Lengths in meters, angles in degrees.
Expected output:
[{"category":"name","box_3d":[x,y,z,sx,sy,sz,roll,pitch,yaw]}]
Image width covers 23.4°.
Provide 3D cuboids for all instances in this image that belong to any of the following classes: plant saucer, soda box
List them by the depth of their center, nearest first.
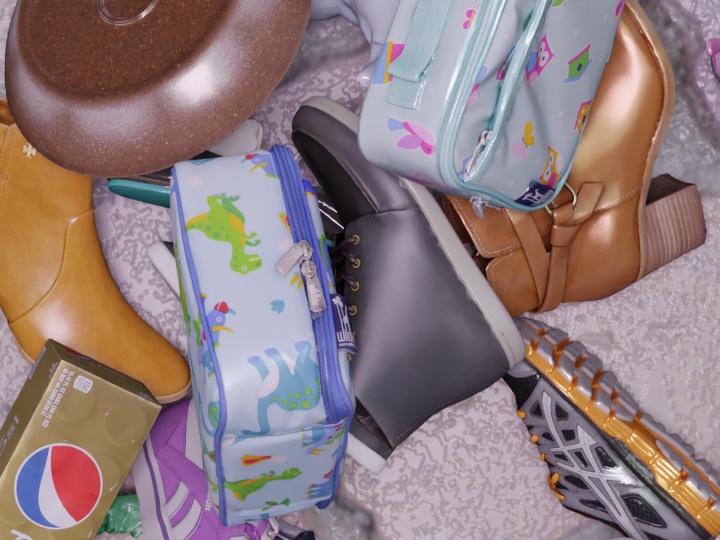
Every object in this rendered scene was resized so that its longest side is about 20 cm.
[{"category":"plant saucer","box_3d":[-0.125,-0.150,0.990,0.199,0.037,0.202,-10,61,18]},{"category":"soda box","box_3d":[-0.193,0.146,0.999,0.067,0.064,0.201,27,91,-20]}]

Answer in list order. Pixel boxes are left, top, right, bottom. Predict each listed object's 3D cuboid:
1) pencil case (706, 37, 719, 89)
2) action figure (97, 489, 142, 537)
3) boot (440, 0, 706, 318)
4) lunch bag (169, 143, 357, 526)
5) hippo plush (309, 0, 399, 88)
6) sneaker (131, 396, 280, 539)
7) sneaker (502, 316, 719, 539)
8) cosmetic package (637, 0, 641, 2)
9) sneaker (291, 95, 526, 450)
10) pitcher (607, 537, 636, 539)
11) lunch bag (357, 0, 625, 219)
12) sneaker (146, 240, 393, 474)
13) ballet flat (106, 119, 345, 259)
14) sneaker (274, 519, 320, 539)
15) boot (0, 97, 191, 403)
[{"category":"pencil case","box_3d":[0.282,-0.063,1.071,0.087,0.087,0.201,-20,89,0]},{"category":"action figure","box_3d":[-0.224,0.130,1.067,0.199,0.118,0.055,16,77,-8]},{"category":"boot","box_3d":[0.115,-0.075,1.062,0.154,0.077,0.201,-21,106,-13]},{"category":"lunch bag","box_3d":[-0.056,0.035,0.931,0.082,0.200,0.162,-10,63,-8]},{"category":"hippo plush","box_3d":[0.014,-0.173,1.061,0.160,0.159,0.201,21,73,30]},{"category":"sneaker","box_3d":[-0.068,0.138,1.017,0.114,0.073,0.201,-28,45,4]},{"category":"sneaker","box_3d":[0.139,0.107,1.075,0.200,0.078,0.077,45,110,7]},{"category":"cosmetic package","box_3d":[0.165,-0.286,1.087,0.151,0.052,0.200,-38,90,-3]},{"category":"sneaker","box_3d":[0.000,0.000,1.013,0.106,0.075,0.200,-36,87,-13]},{"category":"pitcher","box_3d":[0.144,0.265,1.034,0.171,0.121,0.200,37,86,-35]},{"category":"lunch bag","box_3d":[0.078,-0.130,0.946,0.077,0.160,0.201,19,93,27]},{"category":"sneaker","box_3d":[-0.035,0.026,1.078,0.200,0.071,0.099,41,86,-4]},{"category":"ballet flat","box_3d":[-0.057,-0.053,1.082,0.199,0.068,0.069,18,80,-10]},{"category":"sneaker","box_3d":[-0.043,0.235,1.073,0.108,0.070,0.200,-38,87,1]},{"category":"boot","box_3d":[-0.177,-0.016,1.051,0.200,0.071,0.145,26,117,7]}]
